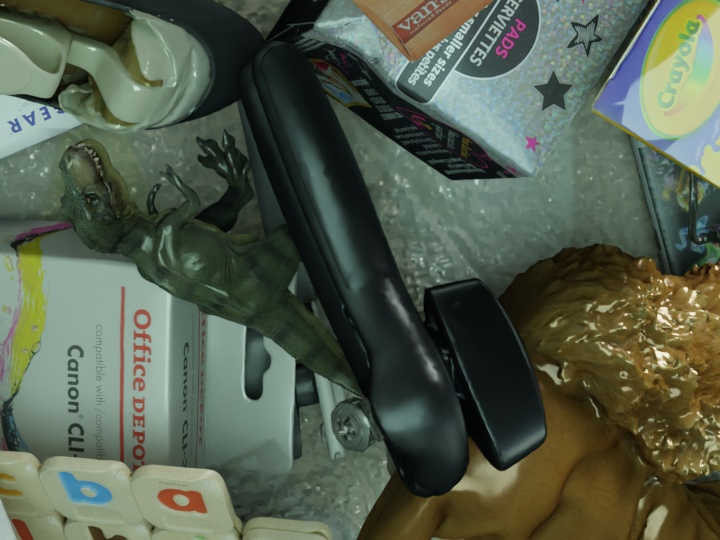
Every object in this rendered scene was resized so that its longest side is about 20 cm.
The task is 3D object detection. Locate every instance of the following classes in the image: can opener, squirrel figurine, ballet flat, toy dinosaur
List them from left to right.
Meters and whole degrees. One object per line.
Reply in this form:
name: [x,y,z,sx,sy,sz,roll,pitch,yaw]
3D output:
ballet flat: [-0.120,-0.087,0.833,0.199,0.073,0.073,14,103,-33]
toy dinosaur: [-0.044,-0.008,0.879,0.200,0.088,0.047,34,143,-21]
can opener: [-0.036,-0.004,0.952,0.066,0.053,0.201,-7,103,-3]
can opener: [0.000,0.000,0.847,0.078,0.063,0.200,-26,84,-26]
squirrel figurine: [0.118,0.087,0.933,0.186,0.142,0.200,33,115,-18]

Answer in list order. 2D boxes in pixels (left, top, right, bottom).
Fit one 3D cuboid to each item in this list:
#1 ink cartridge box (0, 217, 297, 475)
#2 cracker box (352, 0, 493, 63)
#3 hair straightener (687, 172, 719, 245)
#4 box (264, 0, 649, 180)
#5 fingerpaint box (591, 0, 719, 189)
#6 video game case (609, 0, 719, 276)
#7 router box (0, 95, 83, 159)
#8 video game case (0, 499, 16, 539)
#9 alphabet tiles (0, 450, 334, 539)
ink cartridge box: [-0.132,0.041,0.927,0.199,0.068,0.117,4,104,10]
cracker box: [0.017,-0.194,0.778,0.134,0.200,0.058,-37,145,9]
hair straightener: [0.222,-0.086,0.942,0.200,0.041,0.077,-42,81,11]
box: [0.067,-0.148,0.865,0.115,0.132,0.200,33,85,-12]
fingerpaint box: [0.178,-0.133,0.843,0.073,0.167,0.200,32,98,5]
video game case: [0.225,-0.078,0.968,0.199,0.023,0.182,-17,103,0]
router box: [-0.223,-0.122,0.915,0.199,0.049,0.180,-22,104,2]
video game case: [-0.223,0.085,0.893,0.023,0.182,0.201,-29,105,-43]
alphabet tiles: [-0.105,0.132,0.929,0.199,0.015,0.196,4,147,10]
